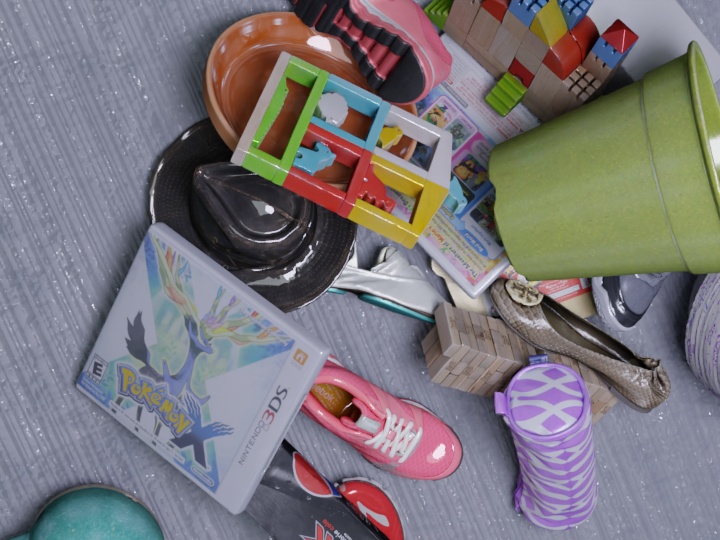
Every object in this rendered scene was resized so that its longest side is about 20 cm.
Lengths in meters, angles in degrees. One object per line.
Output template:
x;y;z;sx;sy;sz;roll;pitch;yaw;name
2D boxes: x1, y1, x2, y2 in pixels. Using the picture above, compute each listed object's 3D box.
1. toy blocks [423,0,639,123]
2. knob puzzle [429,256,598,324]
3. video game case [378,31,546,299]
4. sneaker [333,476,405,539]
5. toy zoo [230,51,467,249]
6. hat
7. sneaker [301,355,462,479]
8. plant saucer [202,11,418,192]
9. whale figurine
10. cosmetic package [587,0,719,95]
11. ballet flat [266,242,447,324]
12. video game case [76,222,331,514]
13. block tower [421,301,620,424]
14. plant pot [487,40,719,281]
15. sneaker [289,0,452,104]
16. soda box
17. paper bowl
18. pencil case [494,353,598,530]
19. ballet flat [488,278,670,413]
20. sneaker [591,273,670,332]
0.155;-0.211;1.151;0.200;0.137;0.100;44;70;8;toy blocks
0.157;-0.040;1.262;0.218;0.030;0.221;-1;97;-8;knob puzzle
0.101;-0.107;1.219;0.182;0.024;0.200;-44;81;-2;video game case
0.021;0.294;1.251;0.077;0.085;0.201;-17;99;-8;sneaker
0.001;-0.098;1.118;0.199;0.020;0.132;26;50;-6;toy zoo
-0.101;-0.058;1.165;0.199;0.081;0.202;-1;82;5;hat
0.009;0.145;1.224;0.199;0.087;0.074;30;92;-11;sneaker
-0.045;-0.145;1.165;0.199;0.032;0.201;13;52;-17;plant saucer
-0.262;0.296;1.197;0.159;0.104;0.201;33;91;-11;whale figurine
0.236;-0.232;1.215;0.090;0.107;0.200;-46;102;-2;cosmetic package
0.000;0.000;1.227;0.199;0.069;0.070;15;94;-7;ballet flat
-0.144;0.087;1.162;0.200;0.022;0.183;35;112;17;video game case
0.149;0.090;1.231;0.199;0.054;0.058;19;127;-27;block tower
0.213;-0.070;1.105;0.189;0.200;0.201;-14;99;20;plant pot
0.007;-0.237;1.202;0.200;0.087;0.074;52;130;8;sneaker
-0.061;0.212;1.205;0.200;0.063;0.071;42;89;11;soda box
0.394;0.036;1.249;0.199;0.104;0.202;-15;124;-23;paper bowl
0.175;0.167;1.214;0.085;0.084;0.201;-13;140;4;pencil case
0.208;0.063;1.224;0.199;0.067;0.046;35;127;-6;ballet flat
0.292;-0.035;1.217;0.075;0.114;0.201;34;71;-29;sneaker
